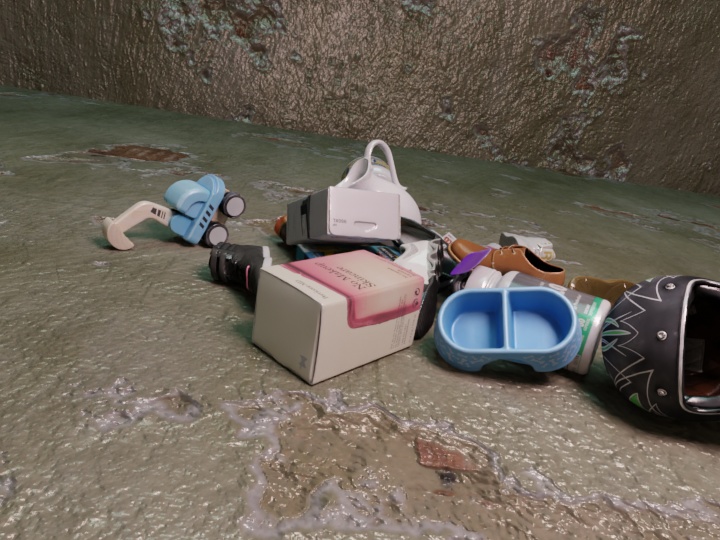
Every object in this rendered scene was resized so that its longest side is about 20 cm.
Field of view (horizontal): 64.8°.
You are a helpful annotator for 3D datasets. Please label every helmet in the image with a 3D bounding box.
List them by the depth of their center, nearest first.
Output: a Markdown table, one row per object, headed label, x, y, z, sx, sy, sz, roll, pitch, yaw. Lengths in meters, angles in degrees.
| label | x | y | z | sx | sy | sz | roll | pitch | yaw |
| --- | --- | --- | --- | --- | --- | --- | --- | --- | --- |
| helmet | 0.407 | 0.097 | 0.725 | 0.188 | 0.202 | 0.200 | 8 | 19 | 6 |

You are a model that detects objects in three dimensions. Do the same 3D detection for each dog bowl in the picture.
| label | x | y | z | sx | sy | sz | roll | pitch | yaw |
| --- | --- | --- | --- | --- | --- | --- | --- | --- | --- |
| dog bowl | 0.195 | 0.074 | 0.763 | 0.198 | 0.113 | 0.050 | -2 | -28 | 13 |

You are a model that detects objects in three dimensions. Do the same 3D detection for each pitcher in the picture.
| label | x | y | z | sx | sy | sz | roll | pitch | yaw |
| --- | --- | --- | --- | --- | --- | --- | --- | --- | --- |
| pitcher | 0.053 | -0.162 | 1.222 | 0.200 | 0.172 | 0.121 | 42 | -18 | -28 |

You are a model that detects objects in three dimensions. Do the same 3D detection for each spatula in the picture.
| label | x | y | z | sx | sy | sz | roll | pitch | yaw |
| --- | --- | --- | --- | --- | --- | --- | --- | --- | --- |
| spatula | 0.153 | 0.010 | 0.933 | 0.021 | 0.200 | 0.056 | 44 | 67 | 5 |

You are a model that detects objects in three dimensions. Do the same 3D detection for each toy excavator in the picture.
| label | x | y | z | sx | sy | sz | roll | pitch | yaw |
| --- | --- | --- | --- | --- | --- | --- | --- | --- | --- |
| toy excavator | -0.343 | -0.106 | 1.042 | 0.199 | 0.196 | 0.100 | 30 | 1 | -45 |

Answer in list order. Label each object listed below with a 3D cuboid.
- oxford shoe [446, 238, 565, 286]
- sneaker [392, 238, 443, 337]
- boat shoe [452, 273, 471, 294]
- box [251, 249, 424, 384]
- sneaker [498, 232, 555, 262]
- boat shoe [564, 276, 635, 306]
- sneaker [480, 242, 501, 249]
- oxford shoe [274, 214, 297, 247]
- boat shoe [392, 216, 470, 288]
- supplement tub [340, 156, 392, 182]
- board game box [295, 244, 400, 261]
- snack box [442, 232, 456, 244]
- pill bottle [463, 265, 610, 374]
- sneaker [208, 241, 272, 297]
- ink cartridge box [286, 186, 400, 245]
| label | x | y | z | sx | sy | sz | roll | pitch | yaw |
| --- | --- | --- | --- | --- | --- | --- | --- | --- | --- |
| oxford shoe | 0.239 | -0.017 | 0.931 | 0.198 | 0.072 | 0.071 | 23 | 37 | 19 |
| sneaker | 0.079 | 0.027 | 0.906 | 0.087 | 0.075 | 0.201 | 1 | 39 | 15 |
| boat shoe | 0.258 | 0.038 | 0.974 | 0.198 | 0.071 | 0.066 | 11 | -23 | -14 |
| box | -0.027 | 0.052 | 0.765 | 0.127 | 0.110 | 0.199 | 26 | 25 | 37 |
| sneaker | 0.383 | -0.041 | 1.261 | 0.114 | 0.075 | 0.200 | 6 | 19 | 1 |
| boat shoe | 0.445 | 0.053 | 1.039 | 0.198 | 0.074 | 0.065 | 15 | -19 | -20 |
| sneaker | 0.267 | -0.004 | 1.103 | 0.087 | 0.082 | 0.200 | -4 | 11 | -23 |
| oxford shoe | -0.079 | -0.077 | 1.182 | 0.198 | 0.072 | 0.073 | -11 | 48 | -36 |
| boat shoe | 0.125 | -0.035 | 1.048 | 0.199 | 0.060 | 0.076 | 31 | 72 | 35 |
| supplement tub | 0.025 | -0.201 | 1.427 | 0.143 | 0.146 | 0.200 | 7 | 20 | -7 |
| board game box | 0.000 | 0.000 | 1.012 | 0.198 | 0.047 | 0.151 | 0 | 22 | -25 |
| snack box | 0.185 | -0.015 | 1.111 | 0.024 | 0.072 | 0.200 | 50 | 5 | -24 |
| pill bottle | 0.256 | 0.068 | 0.848 | 0.198 | 0.114 | 0.113 | 19 | 22 | 26 |
| sneaker | -0.190 | 0.003 | 0.892 | 0.098 | 0.072 | 0.200 | 2 | 15 | -14 |
| ink cartridge box | -0.035 | -0.092 | 1.041 | 0.143 | 0.085 | 0.199 | 1 | -3 | -28 |
